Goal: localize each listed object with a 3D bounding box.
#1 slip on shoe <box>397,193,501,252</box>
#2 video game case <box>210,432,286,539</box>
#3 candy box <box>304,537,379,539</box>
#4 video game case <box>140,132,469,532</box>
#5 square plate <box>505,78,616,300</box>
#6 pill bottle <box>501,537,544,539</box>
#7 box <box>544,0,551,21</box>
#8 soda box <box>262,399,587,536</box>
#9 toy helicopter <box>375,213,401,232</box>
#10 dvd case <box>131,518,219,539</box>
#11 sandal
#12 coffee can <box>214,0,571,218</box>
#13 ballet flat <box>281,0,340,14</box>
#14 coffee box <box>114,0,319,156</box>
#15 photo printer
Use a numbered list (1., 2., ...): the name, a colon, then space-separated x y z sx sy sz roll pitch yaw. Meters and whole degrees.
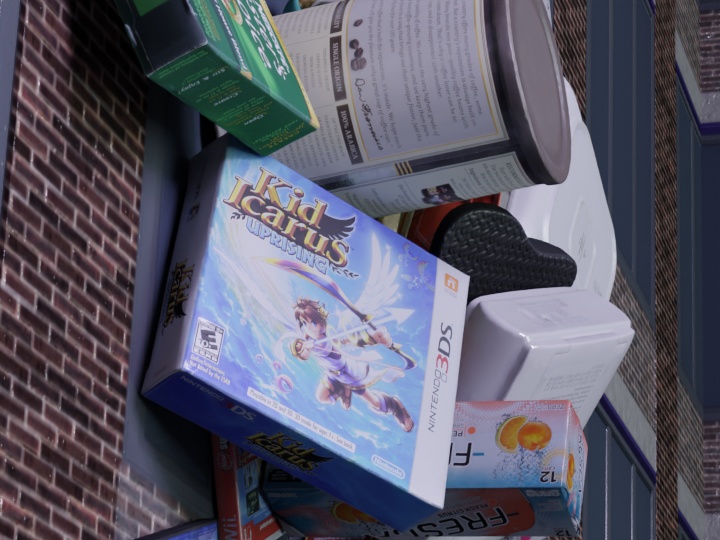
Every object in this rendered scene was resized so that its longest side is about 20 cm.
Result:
1. slip on shoe: 0.063 -0.025 1.715 0.074 0.061 0.201 5 102 -66
2. video game case: -0.069 0.076 1.598 0.143 0.017 0.201 -20 106 -74
3. candy box: 0.007 0.194 1.773 0.200 0.056 0.117 -75 156 -51
4. video game case: -0.027 0.037 1.508 0.200 0.045 0.182 30 47 -26
5. square plate: 0.155 -0.018 1.846 0.200 0.028 0.198 -70 149 -45
6. pill bottle: 0.093 0.112 1.876 0.114 0.113 0.200 -76 162 -46
7. box: 0.052 -0.168 1.831 0.200 0.152 0.107 -61 147 -63
8. soda box: 0.043 0.128 1.582 0.064 0.199 0.069 66 27 -50
9. toy helicopter: 0.000 0.000 1.675 0.079 0.132 0.200 25 66 -27
10. dvd case: -0.105 0.251 1.432 0.143 0.017 0.201 -2 88 -75
11. sandal: 0.087 -0.008 1.678 0.075 0.045 0.200 -50 154 8
12. coffee can: 0.021 -0.109 1.592 0.146 0.199 0.147 -11 90 -74
13. ballet flat: 0.036 -0.154 1.682 0.067 0.199 0.071 -64 161 -48
14. coffee box: -0.092 -0.147 1.436 0.123 0.044 0.200 66 11 18
15. photo printer: 0.092 0.110 1.706 0.166 0.069 0.200 -6 128 -56
